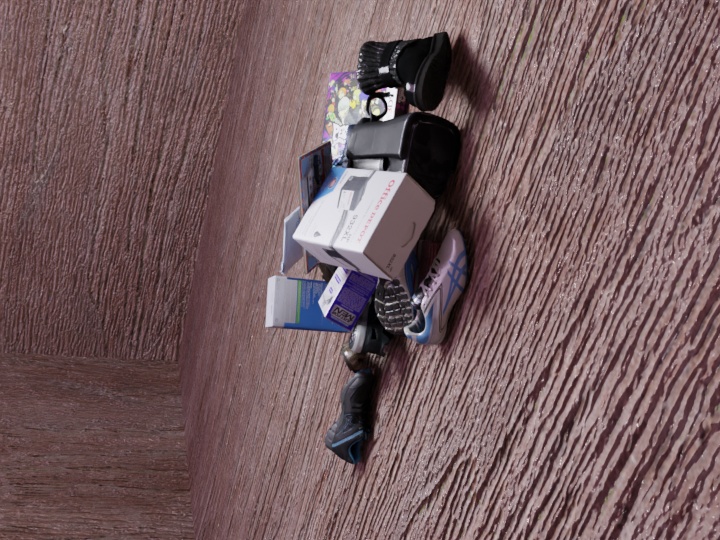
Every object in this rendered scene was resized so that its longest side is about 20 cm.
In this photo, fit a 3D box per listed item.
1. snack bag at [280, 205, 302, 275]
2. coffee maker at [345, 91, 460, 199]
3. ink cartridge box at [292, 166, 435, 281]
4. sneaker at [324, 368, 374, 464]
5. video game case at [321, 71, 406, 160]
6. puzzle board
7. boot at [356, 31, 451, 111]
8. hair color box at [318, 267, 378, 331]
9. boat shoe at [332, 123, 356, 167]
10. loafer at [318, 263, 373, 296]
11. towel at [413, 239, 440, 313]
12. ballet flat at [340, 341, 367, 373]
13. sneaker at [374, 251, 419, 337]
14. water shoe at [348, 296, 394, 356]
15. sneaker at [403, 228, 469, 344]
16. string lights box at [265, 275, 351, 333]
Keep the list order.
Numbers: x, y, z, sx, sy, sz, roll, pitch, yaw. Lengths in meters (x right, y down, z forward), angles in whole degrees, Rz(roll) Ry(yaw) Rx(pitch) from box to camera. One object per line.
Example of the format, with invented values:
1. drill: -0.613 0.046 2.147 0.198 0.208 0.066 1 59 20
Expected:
1. snack bag: -0.104 -0.103 1.701 0.021 0.200 0.190 34 145 17
2. coffee maker: 0.065 -0.217 1.327 0.199 0.133 0.196 6 109 60
3. ink cartridge box: 0.002 -0.080 1.242 0.199 0.084 0.146 14 70 51
4. sneaker: -0.003 0.289 1.538 0.082 0.073 0.203 34 118 35
5. video game case: 0.005 -0.308 1.559 0.198 0.035 0.185 11 93 43
6. puzzle board: -0.071 -0.114 1.361 0.151 0.017 0.204 -48 -42 -64
7. boot: 0.062 -0.324 1.289 0.212 0.155 0.080 -67 -31 -50
8. hair color box: 0.000 0.000 1.429 0.202 0.064 0.109 -59 14 5
9. boat shoe: -0.031 -0.172 1.443 0.084 0.067 0.204 1 -84 -72
10. loafer: -0.037 0.008 1.541 0.071 0.073 0.202 16 143 44
11. towel: 0.087 0.013 1.402 0.200 0.022 0.147 -163 78 -69
12. ballet flat: -0.009 0.167 1.537 0.068 0.046 0.200 60 178 6
13. sneaker: 0.071 0.014 1.323 0.078 0.089 0.204 1 104 37
14. water shoe: 0.026 0.113 1.477 0.200 0.078 0.072 -69 -3 -68
15. sneaker: 0.122 0.029 1.239 0.072 0.071 0.203 -123 44 -61
16. string lights box: -0.094 0.073 1.615 0.059 0.197 0.105 164 111 -66
